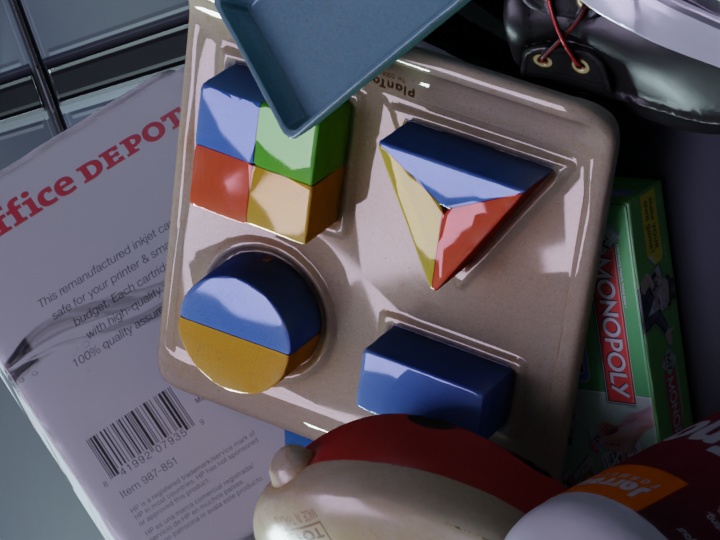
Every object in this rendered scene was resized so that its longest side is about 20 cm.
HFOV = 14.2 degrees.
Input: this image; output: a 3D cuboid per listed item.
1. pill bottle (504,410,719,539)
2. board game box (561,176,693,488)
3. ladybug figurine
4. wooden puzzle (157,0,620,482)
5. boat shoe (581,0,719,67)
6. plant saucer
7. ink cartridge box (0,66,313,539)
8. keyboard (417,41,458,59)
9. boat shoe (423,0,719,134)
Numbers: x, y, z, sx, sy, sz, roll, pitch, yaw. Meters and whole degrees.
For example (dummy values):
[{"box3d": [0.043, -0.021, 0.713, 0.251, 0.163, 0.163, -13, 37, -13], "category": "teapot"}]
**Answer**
[{"box3d": [0.120, 0.115, 1.013, 0.113, 0.200, 0.113, 31, 133, 40], "category": "pill bottle"}, {"box3d": [0.070, 0.056, 1.171, 0.135, 0.029, 0.200, 6, 115, 34], "category": "board game box"}, {"box3d": [0.045, 0.117, 1.115, 0.200, 0.072, 0.136, 39, 146, -28], "category": "ladybug figurine"}, {"box3d": [0.000, 0.000, 1.131, 0.185, 0.046, 0.200, 19, 125, 21], "category": "wooden puzzle"}, {"box3d": [0.146, -0.096, 0.953, 0.200, 0.070, 0.066, 33, 124, 25], "category": "boat shoe"}, {"box3d": [0.035, -0.131, 1.048, 0.200, 0.019, 0.070, -38, 65, 21], "category": "plant saucer"}, {"box3d": [-0.081, 0.034, 1.280, 0.200, 0.145, 0.084, 55, 170, 16], "category": "ink cartridge box"}, {"box3d": [-0.019, -0.128, 1.231, 0.200, 0.011, 0.056, 32, 129, 40], "category": "keyboard"}, {"box3d": [0.080, -0.094, 1.068, 0.201, 0.063, 0.074, 30, 130, 40], "category": "boat shoe"}]
